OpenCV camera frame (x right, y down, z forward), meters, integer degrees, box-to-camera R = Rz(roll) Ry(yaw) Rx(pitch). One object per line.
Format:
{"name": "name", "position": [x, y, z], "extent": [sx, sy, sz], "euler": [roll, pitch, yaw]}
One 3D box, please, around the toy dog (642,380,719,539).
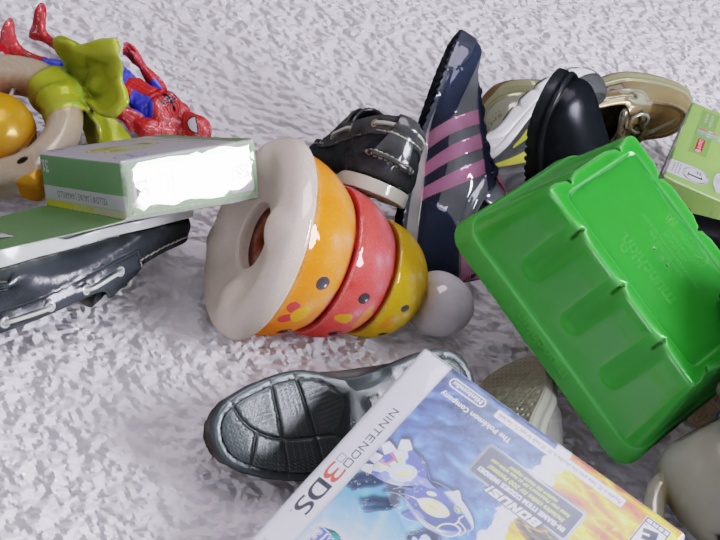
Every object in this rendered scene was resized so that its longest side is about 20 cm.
{"name": "toy dog", "position": [0.304, 0.158, 1.065], "extent": [0.193, 0.140, 0.200], "euler": [-29, 55, -29]}

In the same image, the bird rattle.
{"name": "bird rattle", "position": [-0.274, -0.127, 1.223], "extent": [0.199, 0.113, 0.164], "euler": [16, 53, 2]}

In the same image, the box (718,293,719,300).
{"name": "box", "position": [0.321, 0.091, 1.010], "extent": [0.158, 0.048, 0.201], "euler": [8, 52, -16]}

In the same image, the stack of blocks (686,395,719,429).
{"name": "stack of blocks", "position": [0.307, 0.019, 1.187], "extent": [0.115, 0.201, 0.059], "euler": [-12, 45, -36]}

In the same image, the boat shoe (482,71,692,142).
{"name": "boat shoe", "position": [0.206, -0.130, 1.455], "extent": [0.199, 0.074, 0.063], "euler": [-5, 47, -11]}

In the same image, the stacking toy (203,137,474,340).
{"name": "stacking toy", "position": [0.000, 0.000, 1.167], "extent": [0.199, 0.146, 0.146], "euler": [18, 33, -26]}

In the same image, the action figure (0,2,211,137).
{"name": "action figure", "position": [-0.203, -0.156, 1.331], "extent": [0.200, 0.052, 0.065], "euler": [33, 35, 15]}

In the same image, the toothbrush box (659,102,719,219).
{"name": "toothbrush box", "position": [0.345, -0.042, 1.379], "extent": [0.199, 0.086, 0.146], "euler": [22, 36, 7]}

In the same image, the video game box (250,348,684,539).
{"name": "video game box", "position": [0.057, 0.169, 0.959], "extent": [0.200, 0.047, 0.182], "euler": [34, 69, 22]}

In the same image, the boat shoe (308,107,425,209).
{"name": "boat shoe", "position": [0.005, -0.090, 1.256], "extent": [0.071, 0.068, 0.200], "euler": [17, 1, -15]}

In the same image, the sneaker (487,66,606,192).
{"name": "sneaker", "position": [0.142, -0.088, 1.349], "extent": [0.200, 0.075, 0.085], "euler": [-41, 76, -20]}

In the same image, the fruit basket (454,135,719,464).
{"name": "fruit basket", "position": [0.166, 0.025, 1.148], "extent": [0.155, 0.216, 0.215], "euler": [-32, 58, -33]}

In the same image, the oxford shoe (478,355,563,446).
{"name": "oxford shoe", "position": [0.109, 0.127, 1.092], "extent": [0.058, 0.075, 0.200], "euler": [53, 18, -23]}

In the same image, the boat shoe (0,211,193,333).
{"name": "boat shoe", "position": [-0.195, -0.004, 1.127], "extent": [0.199, 0.061, 0.075], "euler": [-17, 14, -42]}

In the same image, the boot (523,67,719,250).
{"name": "boot", "position": [0.212, -0.051, 1.227], "extent": [0.167, 0.201, 0.077], "euler": [18, 49, 22]}

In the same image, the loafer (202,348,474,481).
{"name": "loafer", "position": [-0.018, 0.098, 1.081], "extent": [0.199, 0.063, 0.072], "euler": [-9, 86, -31]}

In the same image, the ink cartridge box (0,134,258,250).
{"name": "ink cartridge box", "position": [-0.190, -0.056, 1.112], "extent": [0.199, 0.048, 0.145], "euler": [-11, 12, -31]}

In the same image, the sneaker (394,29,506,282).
{"name": "sneaker", "position": [0.080, -0.085, 1.271], "extent": [0.082, 0.201, 0.070], "euler": [14, -8, -4]}
